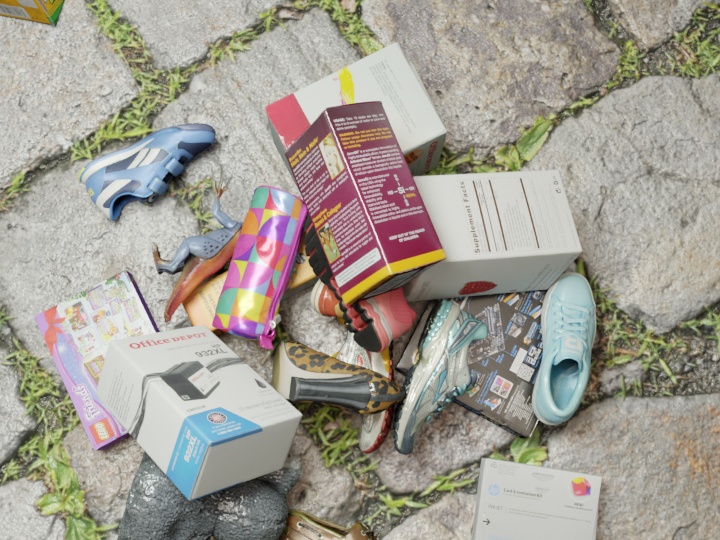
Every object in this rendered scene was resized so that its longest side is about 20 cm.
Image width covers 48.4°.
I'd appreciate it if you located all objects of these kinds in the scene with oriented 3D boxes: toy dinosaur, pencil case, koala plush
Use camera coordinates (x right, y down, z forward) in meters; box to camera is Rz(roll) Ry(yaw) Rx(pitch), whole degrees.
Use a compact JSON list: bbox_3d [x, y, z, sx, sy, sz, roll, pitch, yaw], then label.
[{"bbox_3d":[-0.182,-0.026,1.065,0.180,0.105,0.201,-10,69,-12],"label":"toy dinosaur"},{"bbox_3d":[-0.120,-0.004,1.011,0.088,0.088,0.201,13,80,2],"label":"pencil case"},{"bbox_3d":[-0.178,0.287,0.980,0.199,0.184,0.179,18,79,-7],"label":"koala plush"}]

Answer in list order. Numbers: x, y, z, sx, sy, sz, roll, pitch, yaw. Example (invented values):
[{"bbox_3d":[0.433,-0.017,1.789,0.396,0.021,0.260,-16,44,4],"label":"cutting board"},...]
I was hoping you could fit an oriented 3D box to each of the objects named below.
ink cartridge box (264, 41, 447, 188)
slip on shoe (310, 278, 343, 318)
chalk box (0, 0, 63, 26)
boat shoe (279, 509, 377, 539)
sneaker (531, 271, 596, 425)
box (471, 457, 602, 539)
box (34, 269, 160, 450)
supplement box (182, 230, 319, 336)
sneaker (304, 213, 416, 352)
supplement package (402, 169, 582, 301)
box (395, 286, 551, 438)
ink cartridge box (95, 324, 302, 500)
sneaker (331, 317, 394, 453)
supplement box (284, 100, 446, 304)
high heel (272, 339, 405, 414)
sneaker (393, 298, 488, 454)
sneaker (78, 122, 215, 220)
[{"bbox_3d":[-0.005,-0.179,1.081,0.199,0.145,0.145,-28,80,-5],"label":"ink cartridge box"},{"bbox_3d":[0.013,-0.015,1.070,0.061,0.074,0.200,20,61,34],"label":"slip on shoe"},{"bbox_3d":[-0.487,-0.480,1.149,0.124,0.124,0.202,11,79,1],"label":"chalk box"},{"bbox_3d":[-0.007,0.353,1.010,0.198,0.072,0.069,13,80,2],"label":"boat shoe"},{"bbox_3d":[0.267,0.096,1.013,0.073,0.082,0.202,9,79,-1],"label":"sneaker"},{"bbox_3d":[0.220,0.353,1.028,0.155,0.041,0.202,8,79,1],"label":"box"},{"bbox_3d":[-0.329,0.118,1.071,0.136,0.039,0.201,-27,80,-6],"label":"box"},{"bbox_3d":[-0.138,0.019,1.080,0.199,0.069,0.067,-28,82,-8],"label":"supplement box"},{"bbox_3d":[0.000,0.000,1.001,0.086,0.074,0.201,-24,85,-32],"label":"sneaker"},{"bbox_3d":[0.153,-0.043,1.014,0.198,0.121,0.121,-4,67,-12],"label":"supplement package"},{"bbox_3d":[0.177,0.090,1.077,0.198,0.050,0.201,27,80,5],"label":"box"},{"bbox_3d":[-0.191,0.157,0.938,0.200,0.145,0.084,35,116,32],"label":"ink cartridge box"},{"bbox_3d":[0.004,0.139,1.060,0.081,0.078,0.202,-4,71,6],"label":"sneaker"},{"bbox_3d":[0.003,-0.078,0.922,0.085,0.110,0.201,-15,79,-35],"label":"supplement box"},{"bbox_3d":[-0.034,0.136,1.014,0.141,0.200,0.072,7,96,-17],"label":"high heel"},{"bbox_3d":[0.101,0.142,1.006,0.086,0.078,0.201,22,88,1],"label":"sneaker"},{"bbox_3d":[-0.285,-0.139,1.111,0.199,0.074,0.083,-26,81,2],"label":"sneaker"}]
